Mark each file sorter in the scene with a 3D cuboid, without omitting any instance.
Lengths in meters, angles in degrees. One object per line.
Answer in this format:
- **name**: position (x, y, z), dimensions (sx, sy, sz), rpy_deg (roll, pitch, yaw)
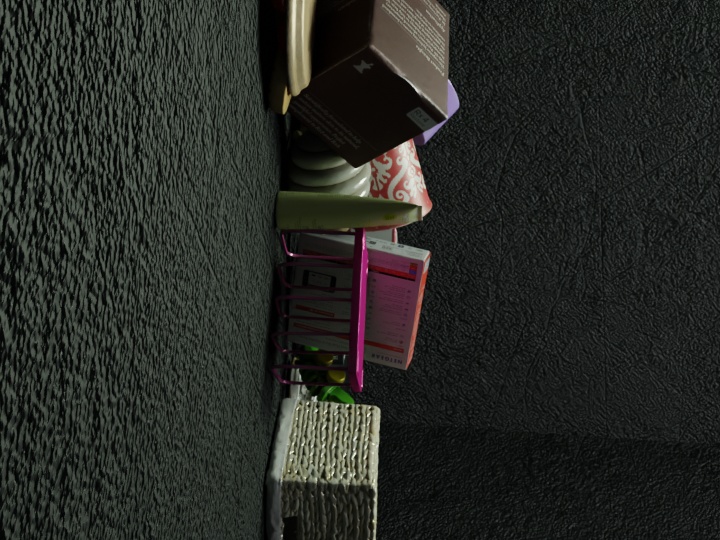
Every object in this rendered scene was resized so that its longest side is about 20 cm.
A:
- **file sorter**: position (-0.056, 0.055, 1.509), dimensions (0.139, 0.123, 0.204), rpy_deg (82, 10, -74)

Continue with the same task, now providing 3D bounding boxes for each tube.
- **tube**: position (-0.014, -0.078, 1.447), dimensions (0.058, 0.196, 0.053), rpy_deg (-85, 175, -59)

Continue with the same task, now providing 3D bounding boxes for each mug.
- **mug**: position (0.017, -0.183, 1.649), dimensions (0.178, 0.131, 0.203), rpy_deg (-134, -153, -65)

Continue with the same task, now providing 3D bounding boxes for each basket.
- **basket**: position (-0.053, 0.325, 1.607), dimensions (0.201, 0.158, 0.201), rpy_deg (-87, 178, -60)

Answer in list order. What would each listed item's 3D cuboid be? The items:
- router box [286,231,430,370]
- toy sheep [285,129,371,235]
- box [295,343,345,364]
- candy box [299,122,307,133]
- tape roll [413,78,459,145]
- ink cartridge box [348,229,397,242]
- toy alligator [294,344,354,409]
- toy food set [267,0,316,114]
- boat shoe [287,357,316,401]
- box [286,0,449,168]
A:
- **router box**: position (-0.006, 0.040, 1.651), dimensions (0.049, 0.197, 0.183), rpy_deg (-52, 153, -67)
- **toy sheep**: position (-0.047, -0.140, 1.533), dimensions (0.139, 0.135, 0.203), rpy_deg (-84, 162, -57)
- **box**: position (-0.062, 0.046, 1.862), dimensions (0.200, 0.084, 0.167), rpy_deg (-82, 174, -69)
- **candy box**: position (-0.067, -0.243, 1.731), dimensions (0.117, 0.055, 0.203), rpy_deg (-83, 177, -65)
- **tape roll**: position (0.062, -0.304, 1.747), dimensions (0.085, 0.200, 0.200), rpy_deg (-44, 173, -4)
- **ink cartridge box**: position (0.022, -0.001, 1.840), dimensions (0.200, 0.082, 0.148), rpy_deg (-10, 101, -87)
- **toy alligator**: position (-0.077, 0.150, 1.696), dimensions (0.201, 0.054, 0.060), rpy_deg (54, -42, 35)
- **toy food set**: position (-0.082, -0.305, 1.282), dimensions (0.201, 0.048, 0.201), rpy_deg (90, 4, -54)
- **boat shoe**: position (-0.086, 0.245, 1.753), dimensions (0.071, 0.068, 0.204), rpy_deg (-84, 178, -83)
- **box**: position (0.008, -0.284, 1.432), dimensions (0.165, 0.163, 0.203), rpy_deg (37, 44, -36)
